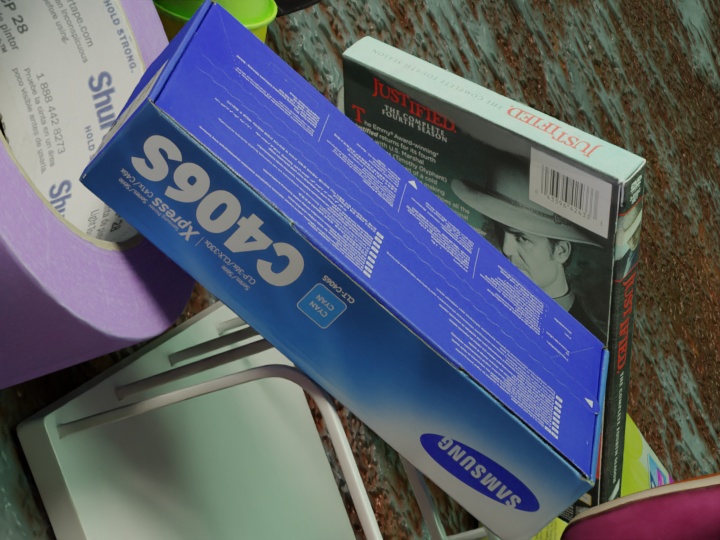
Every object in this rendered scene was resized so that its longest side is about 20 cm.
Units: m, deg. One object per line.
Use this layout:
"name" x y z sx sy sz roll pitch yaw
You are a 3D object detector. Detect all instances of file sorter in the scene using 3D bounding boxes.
"file sorter" -0.014 0.081 0.853 0.200 0.124 0.140 -34 105 -64

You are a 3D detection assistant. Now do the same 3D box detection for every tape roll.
"tape roll" -0.129 -0.063 0.746 0.200 0.065 0.201 54 24 -39

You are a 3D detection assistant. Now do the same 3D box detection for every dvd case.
"dvd case" 0.054 0.010 0.941 0.022 0.145 0.201 -39 141 -35

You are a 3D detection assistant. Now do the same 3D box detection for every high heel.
"high heel" 0.106 0.153 0.923 0.067 0.200 0.097 -6 71 -42

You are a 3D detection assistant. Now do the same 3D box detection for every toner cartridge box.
"toner cartridge box" 0.000 0.000 0.765 0.200 0.043 0.095 41 28 -11

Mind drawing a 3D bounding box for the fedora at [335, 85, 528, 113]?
"fedora" 0.066 -0.012 1.083 0.177 0.090 0.202 -24 95 -79

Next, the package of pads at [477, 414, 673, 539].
"package of pads" 0.119 0.162 1.151 0.155 0.068 0.201 53 31 -39

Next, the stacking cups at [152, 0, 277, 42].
"stacking cups" -0.051 -0.164 0.882 0.061 0.060 0.201 -49 153 -62

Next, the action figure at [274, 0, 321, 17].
"action figure" -0.061 -0.208 1.005 0.130 0.069 0.201 37 28 -43
